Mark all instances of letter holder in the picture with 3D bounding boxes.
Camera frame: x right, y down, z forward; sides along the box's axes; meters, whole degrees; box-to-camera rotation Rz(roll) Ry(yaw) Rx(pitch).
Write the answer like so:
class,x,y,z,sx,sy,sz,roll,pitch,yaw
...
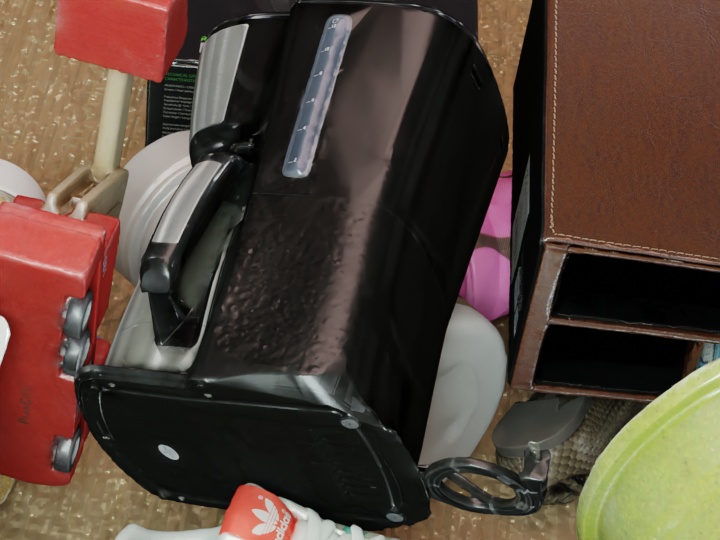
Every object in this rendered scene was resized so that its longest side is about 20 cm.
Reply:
class,x,y,z,sx,sy,sz,roll,pitch,yaw
letter holder,0.146,-0.044,1.209,0.142,0.101,0.200,7,47,-3

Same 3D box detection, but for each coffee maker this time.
class,x,y,z,sx,sy,sz,roll,pitch,yaw
coffee maker,0.000,0.000,1.094,0.192,0.135,0.200,17,60,1

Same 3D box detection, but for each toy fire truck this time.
class,x,y,z,sx,sy,sz,roll,pitch,yaw
toy fire truck,-0.120,-0.019,1.098,0.049,0.200,0.141,15,48,4

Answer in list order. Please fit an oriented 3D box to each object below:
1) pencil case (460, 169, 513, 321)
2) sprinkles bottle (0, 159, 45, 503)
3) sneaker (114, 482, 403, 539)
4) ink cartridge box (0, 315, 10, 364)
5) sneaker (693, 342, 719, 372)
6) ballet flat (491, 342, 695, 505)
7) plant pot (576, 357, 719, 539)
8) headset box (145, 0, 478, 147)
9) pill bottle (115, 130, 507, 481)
class,x,y,z,sx,sy,sz,roll,pitch,yaw
pencil case,0.115,-0.030,1.323,0.200,0.094,0.091,-16,76,-21
sprinkles bottle,-0.188,0.029,1.230,0.068,0.068,0.200,3,38,-4
sneaker,-0.014,0.131,1.046,0.200,0.093,0.070,-7,35,29
ink cartridge box,-0.224,0.098,1.026,0.115,0.200,0.068,18,5,16
sneaker,0.169,0.064,1.207,0.078,0.086,0.200,50,10,-5
ballet flat,0.122,0.055,1.261,0.067,0.046,0.200,-10,21,33
plant pot,0.207,0.151,1.046,0.200,0.200,0.184,-6,51,-15
headset box,-0.024,-0.124,1.430,0.174,0.093,0.200,6,37,-1
pill bottle,-0.034,0.018,1.228,0.111,0.111,0.200,-23,47,-33
